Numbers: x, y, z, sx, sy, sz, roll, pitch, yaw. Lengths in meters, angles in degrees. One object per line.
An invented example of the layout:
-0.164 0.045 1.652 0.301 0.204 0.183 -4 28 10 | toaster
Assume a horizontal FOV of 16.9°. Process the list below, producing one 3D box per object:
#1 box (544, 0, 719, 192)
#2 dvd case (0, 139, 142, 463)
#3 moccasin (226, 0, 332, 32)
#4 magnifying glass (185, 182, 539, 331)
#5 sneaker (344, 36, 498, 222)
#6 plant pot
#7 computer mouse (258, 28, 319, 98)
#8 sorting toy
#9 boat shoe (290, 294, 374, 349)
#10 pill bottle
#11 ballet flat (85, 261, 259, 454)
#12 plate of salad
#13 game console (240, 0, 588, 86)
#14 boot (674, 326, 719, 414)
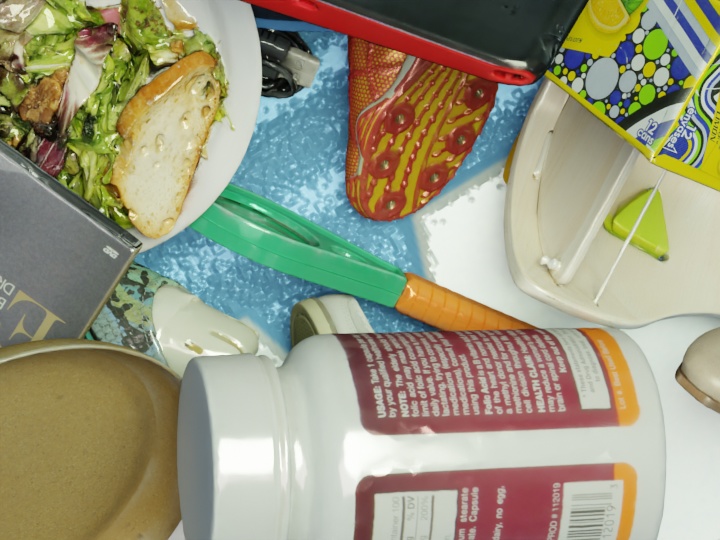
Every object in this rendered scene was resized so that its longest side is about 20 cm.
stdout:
0.109 -0.108 1.040 0.064 0.200 0.070 21 106 -37 | box
-0.208 0.023 1.093 0.148 0.016 0.200 36 112 2 | dvd case
-0.018 -0.142 1.064 0.199 0.080 0.069 5 107 34 | moccasin
0.000 0.000 1.162 0.199 0.080 0.022 25 100 -12 | magnifying glass
0.024 -0.122 1.156 0.073 0.077 0.201 -1 110 -34 | sneaker
-0.163 0.102 1.088 0.200 0.200 0.028 -41 54 3 | plant pot
-0.055 -0.192 1.151 0.138 0.053 0.201 23 94 0 | computer mouse
0.179 -0.057 1.143 0.179 0.107 0.201 25 99 -21 | sorting toy
0.030 0.098 1.170 0.068 0.075 0.201 -24 93 -17 | boat shoe
0.024 0.084 1.073 0.199 0.114 0.115 -1 95 -14 | pill bottle
-0.063 0.064 1.160 0.074 0.074 0.201 -32 102 3 | ballet flat
-0.143 -0.090 1.075 0.199 0.048 0.201 3 115 7 | plate of salad
0.028 -0.166 1.011 0.176 0.031 0.200 18 50 17 | game console
0.237 0.004 1.110 0.070 0.200 0.147 46 113 27 | boot
